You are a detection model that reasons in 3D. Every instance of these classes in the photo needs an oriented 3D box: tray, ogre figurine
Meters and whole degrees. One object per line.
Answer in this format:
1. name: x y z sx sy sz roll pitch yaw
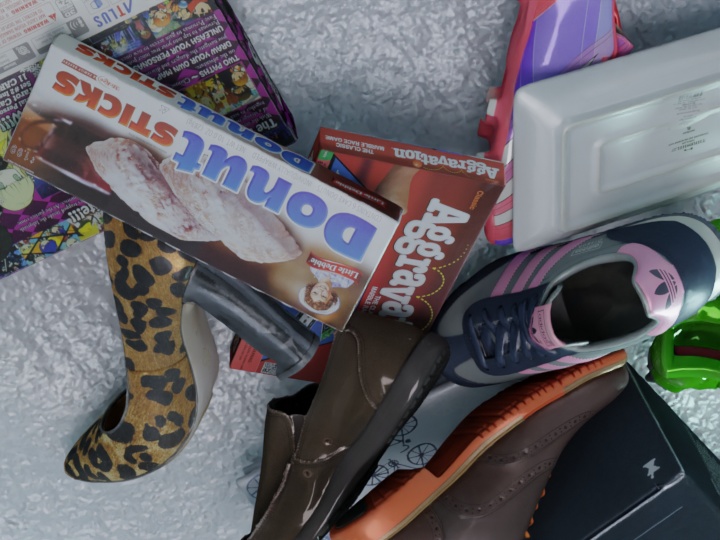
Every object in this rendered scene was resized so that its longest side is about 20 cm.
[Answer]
1. tray: 0.175 -0.076 1.196 0.199 0.022 0.108 -18 129 -18
2. ogre figurine: 0.225 0.018 1.252 0.119 0.098 0.200 -4 163 -1

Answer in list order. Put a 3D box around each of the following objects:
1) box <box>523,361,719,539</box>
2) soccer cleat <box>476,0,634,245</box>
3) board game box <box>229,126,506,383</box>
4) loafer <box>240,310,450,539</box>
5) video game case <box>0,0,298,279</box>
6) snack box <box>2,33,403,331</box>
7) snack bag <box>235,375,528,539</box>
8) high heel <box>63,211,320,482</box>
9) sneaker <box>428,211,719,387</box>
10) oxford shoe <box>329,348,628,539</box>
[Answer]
1. box: 0.165 0.179 1.321 0.148 0.107 0.200 -36 128 12
2. soccer cleat: 0.107 -0.099 1.186 0.076 0.067 0.201 9 117 1
3. board game box: 0.000 0.000 1.224 0.103 0.019 0.200 9 141 -13
4. loafer: -0.024 0.098 1.265 0.071 0.073 0.200 37 115 6
5. video game case: -0.160 -0.103 1.169 0.199 0.036 0.182 -25 122 9
6. snack box: -0.082 -0.045 1.143 0.200 0.024 0.072 27 113 -1
7. snack bag: 0.049 0.152 1.356 0.188 0.021 0.200 -25 126 9
8. high heel: -0.137 0.039 1.242 0.200 0.072 0.143 -34 114 32
9. sneaker: 0.101 0.022 1.203 0.200 0.082 0.070 -26 92 38
10. oxford shoe: 0.080 0.117 1.252 0.200 0.071 0.073 -36 94 -9
